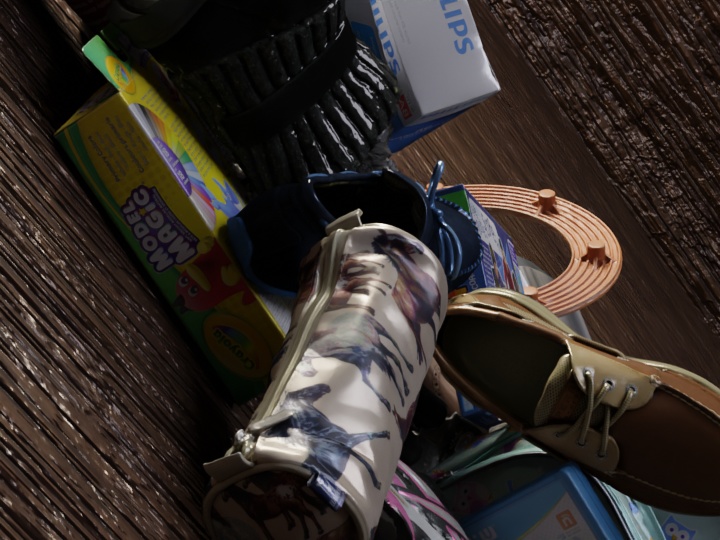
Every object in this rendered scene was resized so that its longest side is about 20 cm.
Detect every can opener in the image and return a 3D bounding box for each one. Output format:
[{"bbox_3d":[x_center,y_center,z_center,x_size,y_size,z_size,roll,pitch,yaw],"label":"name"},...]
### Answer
[{"bbox_3d":[0.015,0.086,1.509,0.067,0.054,0.200,30,-7,35],"label":"can opener"}]

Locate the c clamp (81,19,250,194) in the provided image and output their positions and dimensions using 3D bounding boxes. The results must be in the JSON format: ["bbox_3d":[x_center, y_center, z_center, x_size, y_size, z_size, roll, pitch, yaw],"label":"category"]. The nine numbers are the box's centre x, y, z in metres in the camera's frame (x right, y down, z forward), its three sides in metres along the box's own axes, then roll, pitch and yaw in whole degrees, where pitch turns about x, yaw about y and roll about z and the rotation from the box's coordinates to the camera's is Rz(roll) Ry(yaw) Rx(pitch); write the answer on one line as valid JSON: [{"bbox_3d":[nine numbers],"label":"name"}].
[{"bbox_3d":[-0.111,-0.104,1.485,0.201,0.027,0.171,58,11,2],"label":"c clamp"}]

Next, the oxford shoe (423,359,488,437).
[{"bbox_3d":[0.085,0.115,1.636,0.201,0.073,0.071,57,12,-6],"label":"oxford shoe"}]

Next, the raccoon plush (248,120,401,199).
[{"bbox_3d":[0.000,0.000,1.475,0.134,0.096,0.201,54,22,-56],"label":"raccoon plush"}]

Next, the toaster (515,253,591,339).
[{"bbox_3d":[0.114,0.076,1.769,0.130,0.113,0.200,66,12,24],"label":"toaster"}]

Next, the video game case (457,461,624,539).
[{"bbox_3d":[0.110,0.217,1.306,0.201,0.143,0.018,59,34,0],"label":"video game case"}]

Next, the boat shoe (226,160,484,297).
[{"bbox_3d":[0.015,-0.016,1.315,0.200,0.069,0.085,-9,68,-57],"label":"boat shoe"}]

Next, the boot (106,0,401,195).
[{"bbox_3d":[-0.018,-0.152,1.324,0.158,0.211,0.079,45,4,-27],"label":"boot"}]

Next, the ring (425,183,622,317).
[{"bbox_3d":[0.085,-0.017,1.721,0.201,0.199,0.019,-102,-171,-60],"label":"ring"}]

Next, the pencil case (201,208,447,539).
[{"bbox_3d":[-0.014,0.059,1.177,0.201,0.077,0.090,-69,143,-49],"label":"pencil case"}]

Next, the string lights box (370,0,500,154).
[{"bbox_3d":[0.012,-0.131,1.542,0.103,0.059,0.200,70,-21,3],"label":"string lights box"}]

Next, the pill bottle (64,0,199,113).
[{"bbox_3d":[-0.121,-0.183,1.384,0.200,0.113,0.113,48,14,-19],"label":"pill bottle"}]

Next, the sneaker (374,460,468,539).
[{"bbox_3d":[0.036,0.152,1.274,0.200,0.080,0.087,55,21,-22],"label":"sneaker"}]

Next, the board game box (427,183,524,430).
[{"bbox_3d":[0.080,0.031,1.517,0.200,0.034,0.136,37,40,-75],"label":"board game box"}]

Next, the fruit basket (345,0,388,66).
[{"bbox_3d":[-0.068,-0.206,1.470,0.200,0.093,0.186,27,-41,51],"label":"fruit basket"}]

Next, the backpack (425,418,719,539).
[{"bbox_3d":[0.131,0.157,1.393,0.177,0.199,0.153,61,15,10],"label":"backpack"}]

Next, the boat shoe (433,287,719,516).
[{"bbox_3d":[0.116,0.072,1.285,0.199,0.076,0.074,25,9,25],"label":"boat shoe"}]

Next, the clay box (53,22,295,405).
[{"bbox_3d":[-0.096,-0.035,1.309,0.201,0.047,0.115,55,12,-9],"label":"clay box"}]
